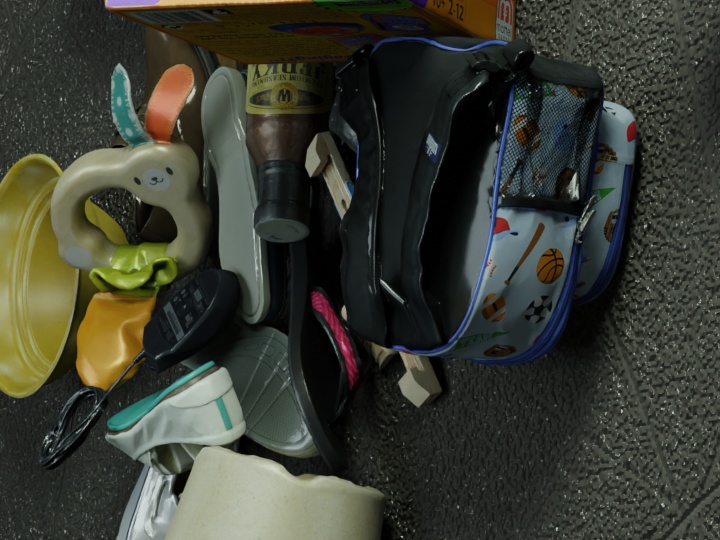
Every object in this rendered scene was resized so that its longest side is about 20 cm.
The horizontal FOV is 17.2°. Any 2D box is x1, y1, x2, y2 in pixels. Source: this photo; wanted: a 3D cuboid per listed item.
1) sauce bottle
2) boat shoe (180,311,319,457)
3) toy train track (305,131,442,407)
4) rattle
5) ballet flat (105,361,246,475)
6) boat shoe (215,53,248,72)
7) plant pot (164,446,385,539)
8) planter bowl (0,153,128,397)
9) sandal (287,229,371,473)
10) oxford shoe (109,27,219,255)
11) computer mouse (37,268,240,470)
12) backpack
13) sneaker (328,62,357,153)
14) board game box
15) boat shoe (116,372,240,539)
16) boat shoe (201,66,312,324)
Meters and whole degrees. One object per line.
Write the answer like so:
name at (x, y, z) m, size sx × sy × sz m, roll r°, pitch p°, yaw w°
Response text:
sauce bottle at (-0.050, -0.119, 1.696) m, size 0.065 × 0.064 × 0.202 m, roll -32°, pitch 51°, yaw 51°
boat shoe at (-0.072, 0.079, 1.740) m, size 0.202 × 0.065 × 0.075 m, roll 33°, pitch 90°, yaw 49°
toy train track at (0.000, 0.000, 1.613) m, size 0.201 × 0.032 × 0.115 m, roll 67°, pitch 152°, yaw 18°
rattle at (-0.173, -0.036, 1.739) m, size 0.143 × 0.130 × 0.201 m, roll -53°, pitch -6°, yaw -44°
ballet flat at (-0.133, 0.116, 1.720) m, size 0.200 × 0.069 × 0.070 m, roll 151°, pitch 119°, yaw -65°
boat shoe at (-0.077, -0.229, 1.772) m, size 0.074 × 0.069 × 0.201 m, roll -124°, pitch 27°, yaw -42°
plant pot at (-0.069, 0.222, 1.609) m, size 0.200 × 0.199 × 0.185 m, roll 5°, pitch 79°, yaw 57°
planter bowl at (-0.244, 0.008, 1.988) m, size 0.200 × 0.083 × 0.202 m, roll -14°, pitch 73°, yaw 56°
sandal at (-0.019, 0.046, 1.642) m, size 0.045 × 0.075 × 0.201 m, roll -14°, pitch 50°, yaw 12°
oxford shoe at (-0.155, -0.115, 1.868) m, size 0.073 × 0.084 × 0.202 m, roll -35°, pitch 55°, yaw 52°
computer mouse at (-0.156, 0.076, 1.722) m, size 0.200 × 0.034 × 0.059 m, roll -43°, pitch 32°, yaw 10°
backpack at (0.069, -0.038, 1.447) m, size 0.200 × 0.153 × 0.192 m, roll 12°, pitch 88°, yaw 63°
sneaker at (0.004, -0.129, 1.641) m, size 0.200 × 0.060 × 0.105 m, roll 45°, pitch 119°, yaw 44°
board game box at (-0.024, -0.247, 1.506) m, size 0.198 × 0.200 × 0.202 m, roll 0°, pitch 84°, yaw 23°
boat shoe at (-0.131, 0.181, 1.806) m, size 0.070 × 0.070 × 0.202 m, roll 26°, pitch 101°, yaw 58°
boat shoe at (-0.072, -0.055, 1.749) m, size 0.075 × 0.061 × 0.201 m, roll -45°, pitch 48°, yaw 47°
